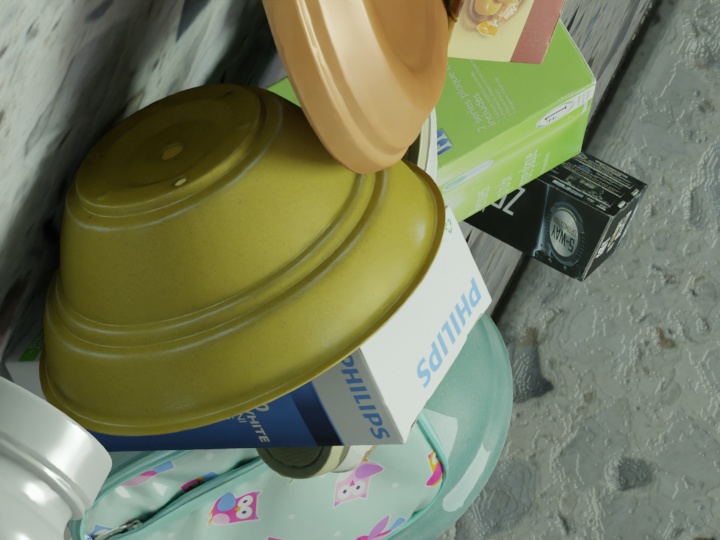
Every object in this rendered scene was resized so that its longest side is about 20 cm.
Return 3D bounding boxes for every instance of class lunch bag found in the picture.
[{"bbox_3d":[-0.062,0.104,1.532,0.199,0.077,0.161,-31,139,-3],"label":"lunch bag"}]

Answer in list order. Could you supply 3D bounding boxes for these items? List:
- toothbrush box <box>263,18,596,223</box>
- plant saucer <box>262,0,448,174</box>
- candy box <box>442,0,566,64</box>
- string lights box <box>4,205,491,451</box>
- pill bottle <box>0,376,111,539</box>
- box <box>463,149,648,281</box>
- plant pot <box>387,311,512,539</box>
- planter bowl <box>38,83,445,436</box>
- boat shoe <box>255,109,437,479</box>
[{"bbox_3d":[0.014,-0.064,1.524,0.199,0.086,0.146,-28,169,-6],"label":"toothbrush box"},{"bbox_3d":[-0.003,-0.142,1.253,0.200,0.037,0.202,-11,90,-73],"label":"plant saucer"},{"bbox_3d":[0.053,-0.204,1.367,0.201,0.055,0.116,-108,-152,-44],"label":"candy box"},{"bbox_3d":[-0.051,0.029,1.348,0.103,0.199,0.059,-56,131,-43],"label":"string lights box"},{"bbox_3d":[-0.182,0.140,1.156,0.201,0.112,0.113,-61,172,-17],"label":"pill bottle"},{"bbox_3d":[0.064,-0.068,1.737,0.044,0.199,0.160,-64,173,13],"label":"box"},{"bbox_3d":[-0.029,0.057,1.682,0.201,0.199,0.134,-61,145,-14],"label":"plant pot"},{"bbox_3d":[-0.068,-0.024,1.299,0.201,0.199,0.084,-56,131,-41],"label":"planter bowl"},{"bbox_3d":[0.000,0.000,1.421,0.068,0.074,0.201,-6,117,-56],"label":"boat shoe"}]
